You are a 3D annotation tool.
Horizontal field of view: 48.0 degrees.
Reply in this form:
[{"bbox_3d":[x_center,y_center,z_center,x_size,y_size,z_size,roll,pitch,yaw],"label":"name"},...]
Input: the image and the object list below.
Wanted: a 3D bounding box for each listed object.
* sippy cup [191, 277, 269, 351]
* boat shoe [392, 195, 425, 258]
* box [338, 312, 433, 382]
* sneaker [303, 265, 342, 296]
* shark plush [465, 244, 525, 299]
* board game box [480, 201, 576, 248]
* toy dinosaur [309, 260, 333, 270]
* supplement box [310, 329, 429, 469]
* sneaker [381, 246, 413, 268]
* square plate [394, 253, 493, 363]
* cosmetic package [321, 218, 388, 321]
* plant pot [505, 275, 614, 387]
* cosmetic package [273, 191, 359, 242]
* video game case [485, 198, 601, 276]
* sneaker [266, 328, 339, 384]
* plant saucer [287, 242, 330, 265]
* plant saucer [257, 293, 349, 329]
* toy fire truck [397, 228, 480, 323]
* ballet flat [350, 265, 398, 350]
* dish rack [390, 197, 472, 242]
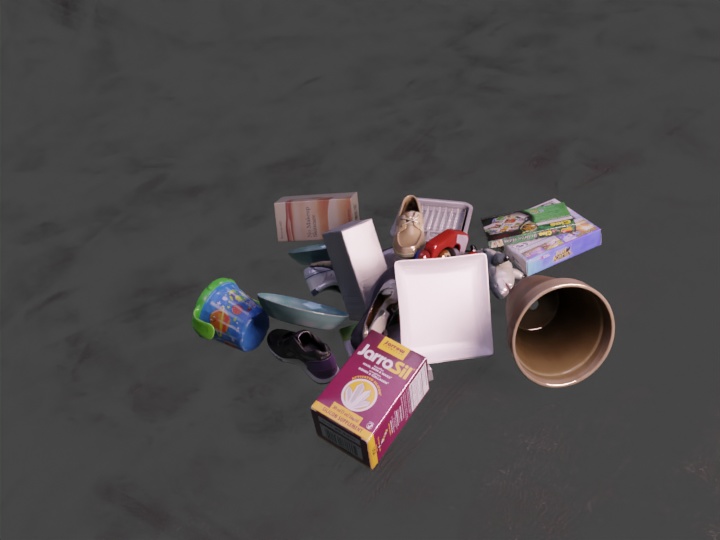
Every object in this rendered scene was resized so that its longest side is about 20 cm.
[{"bbox_3d":[-0.268,0.104,1.730,0.129,0.141,0.178,25,58,25],"label":"sippy cup"},{"bbox_3d":[0.103,-0.094,1.715,0.070,0.066,0.201,-3,31,9],"label":"boat shoe"},{"bbox_3d":[0.048,0.168,1.629,0.141,0.037,0.201,-17,38,-7],"label":"box"},{"bbox_3d":[-0.034,0.016,1.832,0.196,0.072,0.073,-12,-11,-24],"label":"sneaker"},{"bbox_3d":[0.269,-0.010,1.781,0.084,0.091,0.199,-51,49,-2],"label":"shark plush"},{"bbox_3d":[0.377,-0.103,1.825,0.195,0.024,0.105,-11,31,5],"label":"board game box"},{"bbox_3d":[-0.005,-0.011,1.774,0.196,0.090,0.047,22,2,-7],"label":"toy dinosaur"},{"bbox_3d":[0.021,0.230,1.461,0.129,0.104,0.201,23,56,26],"label":"supplement box"},{"bbox_3d":[0.108,-0.046,1.861,0.195,0.077,0.114,-9,33,-12],"label":"sneaker"},{"bbox_3d":[0.161,0.075,1.578,0.194,0.205,0.028,-5,1,-16],"label":"square plate"},{"bbox_3d":[0.000,0.000,1.694,0.089,0.204,0.106,-20,10,-25],"label":"cosmetic package"},{"bbox_3d":[0.355,0.094,1.536,0.196,0.204,0.174,-14,19,-4],"label":"plant pot"},{"bbox_3d":[-0.105,-0.131,1.994,0.195,0.106,0.087,-4,14,13],"label":"cosmetic package"},{"bbox_3d":[0.412,-0.079,1.838,0.197,0.046,0.182,-22,33,-13],"label":"video game case"},{"bbox_3d":[-0.121,0.147,1.656,0.198,0.089,0.075,24,48,39],"label":"sneaker"},{"bbox_3d":[-0.072,-0.042,1.883,0.195,0.037,0.200,-10,6,1],"label":"plant saucer"},{"bbox_3d":[-0.122,0.088,1.676,0.195,0.037,0.200,13,2,0],"label":"plant saucer"},{"bbox_3d":[0.156,0.016,1.649,0.111,0.204,0.166,26,16,35],"label":"toy fire truck"},{"bbox_3d":[0.048,0.077,1.618,0.072,0.073,0.202,18,68,34],"label":"ballet flat"},{"bbox_3d":[0.163,-0.099,1.829,0.168,0.044,0.201,5,33,13],"label":"dish rack"}]
